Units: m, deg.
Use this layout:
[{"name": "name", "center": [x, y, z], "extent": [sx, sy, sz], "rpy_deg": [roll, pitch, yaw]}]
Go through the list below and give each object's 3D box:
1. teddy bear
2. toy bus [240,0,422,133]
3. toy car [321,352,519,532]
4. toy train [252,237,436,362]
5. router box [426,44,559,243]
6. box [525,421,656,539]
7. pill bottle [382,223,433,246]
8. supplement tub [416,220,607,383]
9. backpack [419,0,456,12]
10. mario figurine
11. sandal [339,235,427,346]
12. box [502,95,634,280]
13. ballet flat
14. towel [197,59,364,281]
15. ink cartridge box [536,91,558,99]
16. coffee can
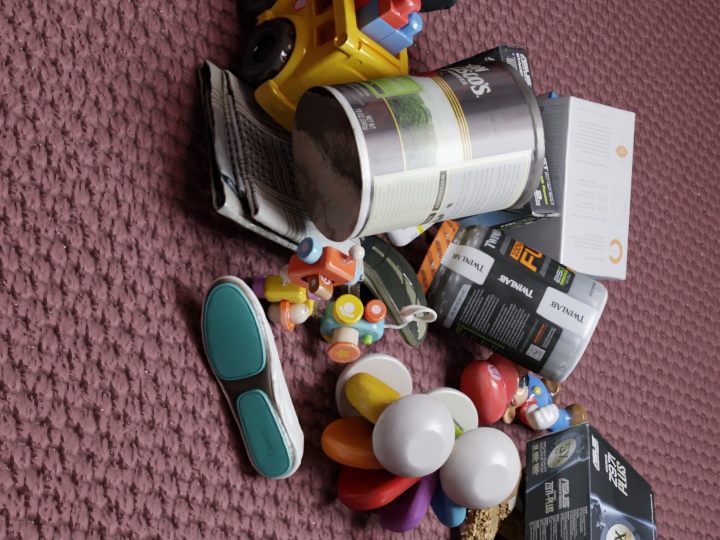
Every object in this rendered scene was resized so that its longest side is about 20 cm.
[{"name": "teddy bear", "center": [0.141, 0.245, 1.537], "extent": [0.199, 0.066, 0.146], "rpy_deg": [18, 73, -54]}, {"name": "toy bus", "center": [-0.015, -0.255, 1.379], "extent": [0.135, 0.191, 0.201], "rpy_deg": [28, 44, -39]}, {"name": "toy car", "center": [0.050, 0.188, 1.369], "extent": [0.199, 0.175, 0.151], "rpy_deg": [28, 95, -25]}, {"name": "toy train", "center": [-0.021, 0.038, 1.327], "extent": [0.200, 0.149, 0.056], "rpy_deg": [33, 56, -45]}, {"name": "router box", "center": [0.135, -0.141, 1.571], "extent": [0.062, 0.149, 0.202], "rpy_deg": [-4, 81, -51]}, {"name": "box", "center": [0.260, 0.302, 1.528], "extent": [0.164, 0.086, 0.201], "rpy_deg": [43, 38, -36]}, {"name": "pill bottle", "center": [0.087, -0.124, 1.462], "extent": [0.110, 0.199, 0.109], "rpy_deg": [53, -2, 3]}, {"name": "supplement tub", "center": [0.161, 0.029, 1.511], "extent": [0.199, 0.123, 0.123], "rpy_deg": [27, 49, 3]}, {"name": "backpack", "center": [0.060, -0.420, 1.582], "extent": [0.167, 0.125, 0.202], "rpy_deg": [42, 49, -66]}, {"name": "mario figurine", "center": [0.197, 0.135, 1.588], "extent": [0.199, 0.123, 0.107], "rpy_deg": [20, 76, -50]}, {"name": "sandal", "center": [0.000, -0.001, 1.442], "extent": [0.201, 0.057, 0.080], "rpy_deg": [47, 33, -7]}, {"name": "box", "center": [0.246, -0.094, 1.614], "extent": [0.124, 0.097, 0.202], "rpy_deg": [7, 86, -41]}, {"name": "ballet flat", "center": [-0.099, 0.097, 1.288], "extent": [0.069, 0.069, 0.202], "rpy_deg": [-28, 105, -51]}, {"name": "towel", "center": [-0.075, -0.101, 1.350], "extent": [0.199, 0.034, 0.194], "rpy_deg": [26, 42, -42]}, {"name": "ink cartridge box", "center": [0.258, -0.108, 1.763], "extent": [0.200, 0.084, 0.147], "rpy_deg": [41, 50, -34]}, {"name": "coffee can", "center": [0.054, -0.115, 1.299], "extent": [0.198, 0.146, 0.148], "rpy_deg": [-12, 87, -26]}]
